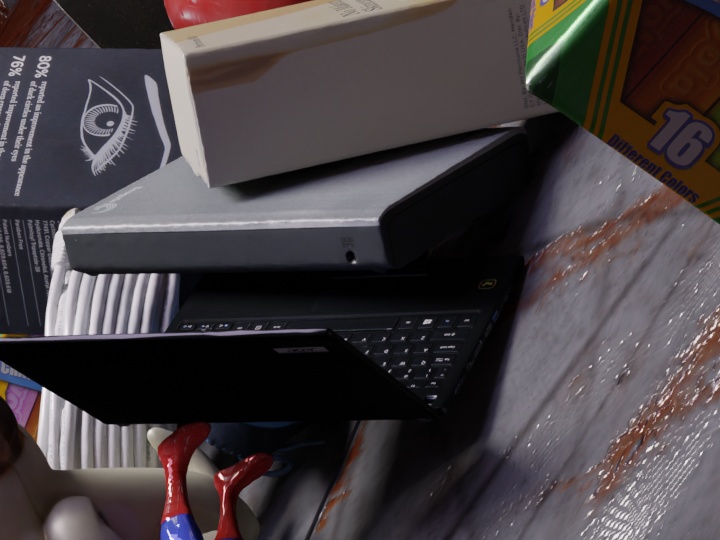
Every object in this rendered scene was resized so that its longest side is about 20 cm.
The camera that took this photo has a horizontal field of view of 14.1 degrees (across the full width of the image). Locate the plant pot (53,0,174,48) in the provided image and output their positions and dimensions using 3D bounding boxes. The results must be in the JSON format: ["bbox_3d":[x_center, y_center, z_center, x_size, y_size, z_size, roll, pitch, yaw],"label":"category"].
[{"bbox_3d":[-0.078,-0.205,2.002,0.177,0.200,0.200,-39,18,14],"label":"plant pot"}]

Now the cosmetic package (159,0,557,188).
[{"bbox_3d":[0.005,-0.103,1.479,0.199,0.071,0.105,-13,13,-10],"label":"cosmetic package"}]

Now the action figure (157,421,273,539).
[{"bbox_3d":[-0.044,0.153,1.294,0.099,0.065,0.201,-32,46,35],"label":"action figure"}]

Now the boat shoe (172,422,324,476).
[{"bbox_3d":[-0.053,0.070,1.554,0.069,0.084,0.200,-60,-3,16],"label":"boat shoe"}]

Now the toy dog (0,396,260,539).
[{"bbox_3d":[-0.143,0.131,1.390,0.139,0.200,0.195,-34,36,50],"label":"toy dog"}]

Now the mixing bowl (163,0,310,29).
[{"bbox_3d":[-0.047,-0.173,1.809,0.109,0.200,0.200,-68,16,-8],"label":"mixing bowl"}]

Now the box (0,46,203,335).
[{"bbox_3d":[-0.153,-0.046,1.696,0.148,0.199,0.105,-82,-8,-47],"label":"box"}]

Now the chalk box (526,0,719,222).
[{"bbox_3d":[0.171,-0.132,1.102,0.200,0.125,0.124,-50,16,29],"label":"chalk box"}]

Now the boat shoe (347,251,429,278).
[{"bbox_3d":[0.000,0.000,1.534,0.072,0.072,0.200,-43,19,5],"label":"boat shoe"}]

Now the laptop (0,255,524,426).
[{"bbox_3d":[-0.044,0.015,1.341,0.177,0.104,0.200,-2,33,26],"label":"laptop"}]

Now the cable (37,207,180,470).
[{"bbox_3d":[-0.135,0.093,1.588,0.200,0.069,0.200,93,178,-48],"label":"cable"}]

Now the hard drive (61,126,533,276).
[{"bbox_3d":[-0.032,-0.034,1.469,0.199,0.033,0.139,-1,20,35],"label":"hard drive"}]

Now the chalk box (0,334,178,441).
[{"bbox_3d":[-0.180,0.075,1.781,0.125,0.124,0.201,-38,29,57],"label":"chalk box"}]
